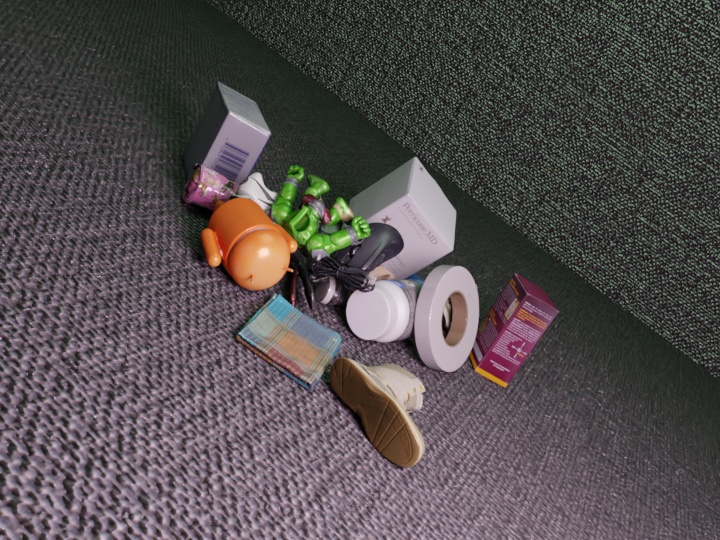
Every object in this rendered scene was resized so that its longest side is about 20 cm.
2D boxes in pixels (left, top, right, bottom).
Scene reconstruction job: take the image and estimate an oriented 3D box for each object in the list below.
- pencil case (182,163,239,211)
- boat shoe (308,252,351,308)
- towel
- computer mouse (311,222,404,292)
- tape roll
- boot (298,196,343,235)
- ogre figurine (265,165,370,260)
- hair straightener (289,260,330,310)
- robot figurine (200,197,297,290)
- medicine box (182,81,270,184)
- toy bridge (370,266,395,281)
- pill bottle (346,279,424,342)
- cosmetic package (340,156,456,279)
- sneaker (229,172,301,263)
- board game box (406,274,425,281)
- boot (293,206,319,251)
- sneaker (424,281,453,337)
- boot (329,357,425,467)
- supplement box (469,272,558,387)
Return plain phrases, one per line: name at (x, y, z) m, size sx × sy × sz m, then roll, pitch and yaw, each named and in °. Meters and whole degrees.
pencil case at (-0.249, -0.135, 1.506) m, size 0.197 × 0.083 × 0.088 m, roll 23°, pitch 38°, yaw -28°
boat shoe at (-0.056, 0.003, 1.498) m, size 0.059 × 0.075 × 0.201 m, roll 24°, pitch 23°, yaw -24°
towel at (-0.109, 0.109, 1.222) m, size 0.145 × 0.022 × 0.200 m, roll 34°, pitch 18°, yaw 1°
computer mouse at (0.013, -0.040, 1.415) m, size 0.136 × 0.054 × 0.199 m, roll 19°, pitch 38°, yaw 29°
tape roll at (0.169, 0.091, 1.473) m, size 0.036 × 0.209 × 0.201 m, roll 4°, pitch -1°, yaw 35°
boot at (-0.076, -0.111, 1.753) m, size 0.148 × 0.074 × 0.201 m, roll 30°, pitch 22°, yaw -8°
ogre figurine at (-0.089, -0.101, 1.398) m, size 0.201 × 0.120 × 0.098 m, roll 49°, pitch -23°, yaw 0°
hair straightener at (-0.093, 0.024, 1.412) m, size 0.075 × 0.042 × 0.201 m, roll -3°, pitch 18°, yaw -4°
robot figurine at (-0.195, -0.045, 1.317) m, size 0.143 × 0.117 × 0.200 m, roll 35°, pitch 10°, yaw -49°
medicine box at (-0.287, -0.267, 1.611) m, size 0.101 × 0.184 × 0.201 m, roll 23°, pitch 21°, yaw -28°
toy bridge at (0.038, 0.029, 1.516) m, size 0.027 × 0.068 × 0.200 m, roll 38°, pitch 1°, yaw 25°
pill bottle at (0.061, 0.075, 1.447) m, size 0.113 × 0.115 × 0.198 m, roll 40°, pitch 19°, yaw 23°
cosmetic package at (0.084, -0.101, 1.670) m, size 0.168 × 0.198 × 0.168 m, roll 48°, pitch 30°, yaw -21°
sneaker at (-0.160, -0.101, 1.461) m, size 0.073 × 0.089 × 0.201 m, roll 5°, pitch -39°, yaw 42°
board game box at (0.137, 0.073, 1.712) m, size 0.156 × 0.039 × 0.201 m, roll 34°, pitch 19°, yaw -21°
boot at (-0.163, -0.111, 1.622) m, size 0.197 × 0.075 × 0.075 m, roll 33°, pitch 8°, yaw 6°
sneaker at (0.189, 0.076, 1.579) m, size 0.076 × 0.088 × 0.202 m, roll 27°, pitch -27°, yaw 47°
boot at (0.057, 0.212, 1.169) m, size 0.153 × 0.073 × 0.200 m, roll 13°, pitch 26°, yaw -52°
supplement box at (0.317, 0.126, 1.614) m, size 0.084 × 0.203 × 0.111 m, roll 27°, pitch 18°, yaw -14°
